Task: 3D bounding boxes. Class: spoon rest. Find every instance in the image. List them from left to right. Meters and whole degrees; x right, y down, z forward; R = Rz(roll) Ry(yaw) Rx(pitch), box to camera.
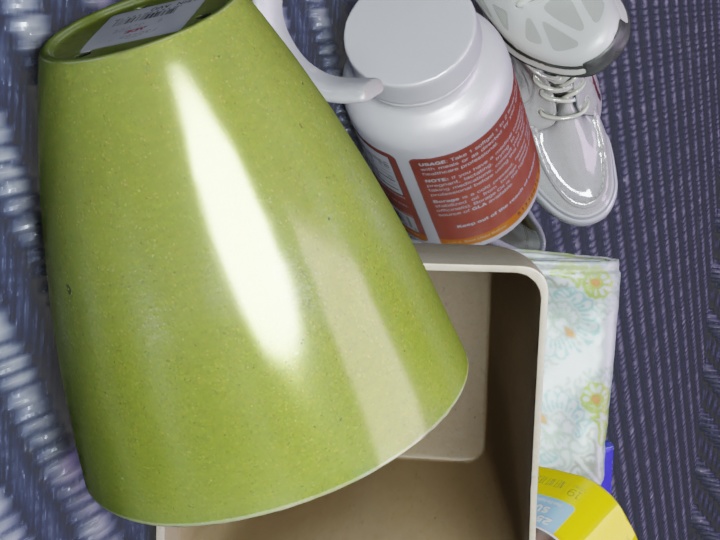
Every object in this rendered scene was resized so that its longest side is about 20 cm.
[{"bbox_3d":[-0.037,-0.190,1.160,0.099,0.060,0.200,-38,118,-69],"label":"spoon rest"}]

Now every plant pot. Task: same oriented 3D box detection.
[{"bbox_3d":[-0.068,-0.020,0.928,0.187,0.187,0.200,-56,133,-57],"label":"plant pot"},{"bbox_3d":[0.001,0.070,1.147,0.177,0.200,0.200,-69,161,-75],"label":"plant pot"}]

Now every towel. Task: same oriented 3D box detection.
[{"bbox_3d":[0.095,0.080,1.470,0.048,0.171,0.200,-150,-115,-81],"label":"towel"}]

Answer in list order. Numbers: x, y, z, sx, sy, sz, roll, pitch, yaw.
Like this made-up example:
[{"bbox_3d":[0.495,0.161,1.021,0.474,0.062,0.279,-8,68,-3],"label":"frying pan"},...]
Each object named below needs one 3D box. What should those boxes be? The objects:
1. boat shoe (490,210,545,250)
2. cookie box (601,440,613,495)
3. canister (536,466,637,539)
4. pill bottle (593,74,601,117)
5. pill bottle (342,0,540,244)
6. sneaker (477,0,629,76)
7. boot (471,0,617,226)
[{"bbox_3d":[0.096,-0.056,1.604,0.202,0.065,0.075,58,40,-63],"label":"boat shoe"},{"bbox_3d":[0.108,0.232,1.591,0.171,0.075,0.200,-7,106,-36],"label":"cookie box"},{"bbox_3d":[0.071,0.220,1.356,0.200,0.148,0.087,-43,117,-28],"label":"canister"},{"bbox_3d":[0.129,-0.140,1.605,0.200,0.109,0.110,47,50,-71],"label":"pill bottle"},{"bbox_3d":[0.051,-0.105,1.358,0.200,0.112,0.112,65,35,-60],"label":"pill bottle"},{"bbox_3d":[0.084,-0.207,1.340,0.076,0.201,0.115,-47,148,5],"label":"sneaker"},{"bbox_3d":[0.130,-0.130,1.445,0.096,0.073,0.200,114,-47,-83],"label":"boot"}]
